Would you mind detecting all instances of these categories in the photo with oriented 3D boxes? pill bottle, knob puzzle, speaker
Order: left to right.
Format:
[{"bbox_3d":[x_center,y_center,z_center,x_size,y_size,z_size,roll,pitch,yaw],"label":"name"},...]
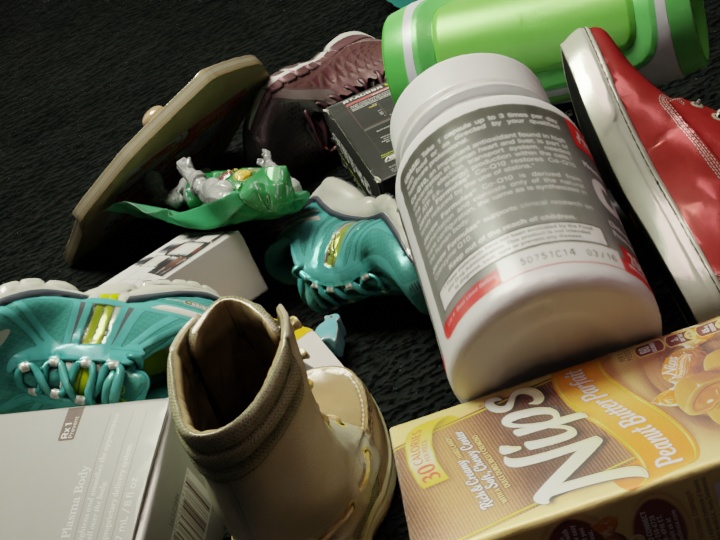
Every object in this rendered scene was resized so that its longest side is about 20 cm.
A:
[{"bbox_3d":[-0.144,-0.101,1.201,0.220,0.030,0.220,-43,-5,-4],"label":"knob puzzle"},{"bbox_3d":[0.082,-0.023,0.883,0.113,0.114,0.201,-19,45,4],"label":"pill bottle"},{"bbox_3d":[0.118,-0.149,1.039,0.199,0.089,0.089,-9,30,19],"label":"speaker"}]

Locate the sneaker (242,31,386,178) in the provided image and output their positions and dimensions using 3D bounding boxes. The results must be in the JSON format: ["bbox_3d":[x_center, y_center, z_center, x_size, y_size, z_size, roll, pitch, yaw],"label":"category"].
[{"bbox_3d":[-0.001,-0.131,1.237,0.115,0.076,0.200,2,35,32],"label":"sneaker"}]

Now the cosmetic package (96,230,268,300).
[{"bbox_3d":[-0.164,0.042,1.047,0.200,0.051,0.082,-35,16,-27],"label":"cosmetic package"}]

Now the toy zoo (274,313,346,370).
[{"bbox_3d":[-0.090,0.085,0.972,0.199,0.021,0.131,-33,30,-21],"label":"toy zoo"}]

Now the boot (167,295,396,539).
[{"bbox_3d":[-0.038,0.073,0.813,0.072,0.155,0.200,-11,31,14],"label":"boot"}]

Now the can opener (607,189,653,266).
[{"bbox_3d":[0.192,-0.028,0.944,0.199,0.054,0.067,-18,27,9],"label":"can opener"}]

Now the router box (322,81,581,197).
[{"bbox_3d":[0.088,-0.102,1.134,0.199,0.062,0.150,-24,30,-4],"label":"router box"}]

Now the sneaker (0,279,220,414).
[{"bbox_3d":[-0.154,0.050,0.922,0.199,0.078,0.080,-9,33,-25],"label":"sneaker"}]

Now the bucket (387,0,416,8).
[{"bbox_3d":[0.069,-0.327,1.403,0.135,0.208,0.207,-45,35,-21],"label":"bucket"}]

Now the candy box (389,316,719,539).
[{"bbox_3d":[0.119,0.094,0.775,0.199,0.056,0.116,-18,26,4],"label":"candy box"}]

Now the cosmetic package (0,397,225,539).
[{"bbox_3d":[-0.175,0.137,0.849,0.199,0.090,0.107,-7,51,21],"label":"cosmetic package"}]

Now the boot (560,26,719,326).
[{"bbox_3d":[0.208,-0.075,0.904,0.144,0.072,0.201,-28,67,3],"label":"boot"}]

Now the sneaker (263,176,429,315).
[{"bbox_3d":[0.000,0.000,1.021,0.080,0.078,0.200,-39,22,-13],"label":"sneaker"}]

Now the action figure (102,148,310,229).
[{"bbox_3d":[-0.090,-0.053,1.099,0.117,0.055,0.200,-7,4,-26],"label":"action figure"}]
